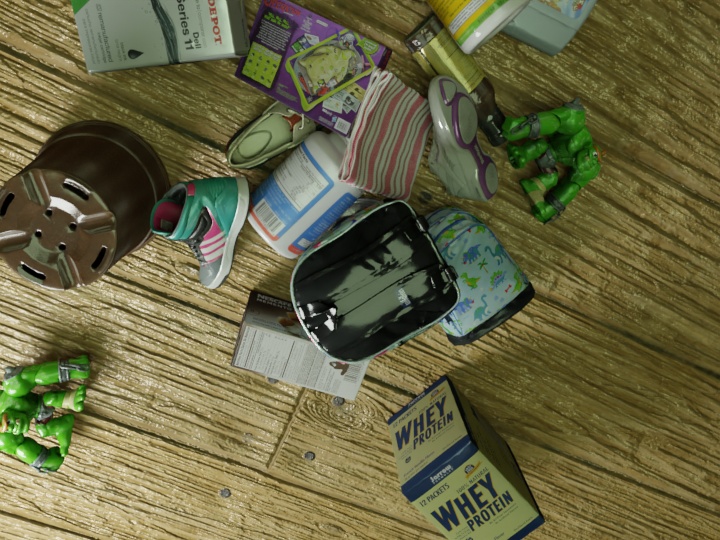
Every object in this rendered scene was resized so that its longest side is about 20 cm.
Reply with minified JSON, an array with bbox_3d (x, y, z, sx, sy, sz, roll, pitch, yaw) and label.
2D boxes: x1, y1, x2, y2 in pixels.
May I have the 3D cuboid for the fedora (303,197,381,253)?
[{"bbox_3d":[0.000,0.000,0.961,0.173,0.091,0.204,3,111,-6],"label":"fedora"}]

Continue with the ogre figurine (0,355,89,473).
[{"bbox_3d":[-0.508,0.224,0.999,0.118,0.099,0.201,13,125,-28],"label":"ogre figurine"}]

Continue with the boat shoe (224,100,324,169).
[{"bbox_3d":[-0.104,-0.206,0.889,0.198,0.063,0.072,-31,109,6],"label":"boat shoe"}]

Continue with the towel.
[{"bbox_3d":[0.047,-0.171,0.848,0.030,0.199,0.149,24,99,27],"label":"towel"}]

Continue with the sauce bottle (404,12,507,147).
[{"bbox_3d":[0.143,-0.260,0.889,0.064,0.065,0.200,-38,111,10],"label":"sauce bottle"}]

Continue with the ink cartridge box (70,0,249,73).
[{"bbox_3d":[-0.252,-0.336,0.803,0.196,0.083,0.149,-6,109,4],"label":"ink cartridge box"}]

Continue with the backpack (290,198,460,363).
[{"bbox_3d":[0.008,0.017,0.839,0.198,0.151,0.179,-33,98,-4],"label":"backpack"}]

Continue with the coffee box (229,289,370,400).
[{"bbox_3d":[-0.091,0.114,0.986,0.197,0.115,0.081,18,109,-10],"label":"coffee box"}]

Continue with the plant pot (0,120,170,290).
[{"bbox_3d":[-0.371,-0.080,0.842,0.196,0.199,0.204,-1,112,-3],"label":"plant pot"}]

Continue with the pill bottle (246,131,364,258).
[{"bbox_3d":[-0.061,-0.122,0.898,0.199,0.113,0.112,-41,109,11],"label":"pill bottle"}]

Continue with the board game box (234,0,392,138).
[{"bbox_3d":[-0.066,-0.269,0.829,0.198,0.032,0.121,33,111,20],"label":"board game box"}]

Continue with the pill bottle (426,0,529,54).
[{"bbox_3d":[0.118,-0.389,0.800,0.111,0.111,0.201,-37,95,10],"label":"pill bottle"}]

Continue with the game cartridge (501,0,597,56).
[{"bbox_3d":[0.267,-0.406,0.859,0.131,0.042,0.203,21,108,-8],"label":"game cartridge"}]

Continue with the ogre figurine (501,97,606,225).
[{"bbox_3d":[0.280,-0.164,0.917,0.119,0.098,0.201,-32,113,6],"label":"ogre figurine"}]

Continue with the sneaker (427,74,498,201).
[{"bbox_3d":[0.122,-0.175,0.891,0.098,0.075,0.201,7,139,39],"label":"sneaker"}]

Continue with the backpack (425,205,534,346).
[{"bbox_3d":[0.156,-0.001,0.956,0.162,0.154,0.202,-33,97,2],"label":"backpack"}]

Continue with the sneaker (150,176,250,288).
[{"bbox_3d":[-0.234,-0.051,0.891,0.119,0.084,0.201,2,134,-27],"label":"sneaker"}]

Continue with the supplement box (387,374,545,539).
[{"bbox_3d":[0.164,0.321,1.040,0.134,0.200,0.200,-40,108,9],"label":"supplement box"}]
